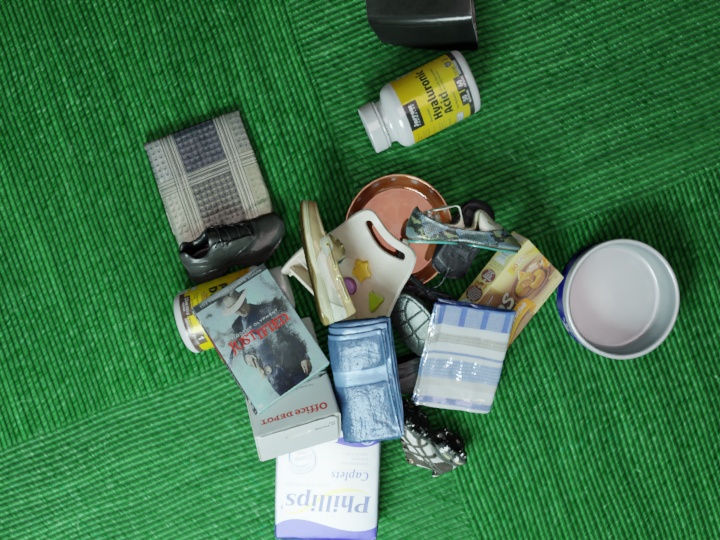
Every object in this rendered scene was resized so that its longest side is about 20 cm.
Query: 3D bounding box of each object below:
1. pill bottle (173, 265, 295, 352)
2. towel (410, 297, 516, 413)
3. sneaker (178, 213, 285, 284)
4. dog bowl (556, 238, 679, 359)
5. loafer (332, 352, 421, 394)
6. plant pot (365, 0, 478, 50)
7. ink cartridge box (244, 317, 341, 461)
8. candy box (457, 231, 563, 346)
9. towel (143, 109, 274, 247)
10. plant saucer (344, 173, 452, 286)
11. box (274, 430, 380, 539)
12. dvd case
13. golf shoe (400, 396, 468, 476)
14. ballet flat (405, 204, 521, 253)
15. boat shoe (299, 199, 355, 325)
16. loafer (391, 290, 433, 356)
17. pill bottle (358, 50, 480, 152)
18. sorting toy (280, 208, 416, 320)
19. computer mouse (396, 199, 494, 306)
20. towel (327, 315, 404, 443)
[{"bbox_3d":[-0.216,0.061,1.320,0.195,0.109,0.112,-19,91,1],"label":"pill bottle"},{"bbox_3d":[0.173,0.149,1.280,0.143,0.024,0.205,8,114,-4],"label":"towel"},{"bbox_3d":[-0.224,-0.047,1.319,0.196,0.091,0.077,-27,57,0],"label":"sneaker"},{"bbox_3d":[0.445,0.048,1.324,0.194,0.079,0.207,0,91,1],"label":"dog bowl"},{"bbox_3d":[0.026,0.212,1.341,0.195,0.073,0.074,-19,96,3],"label":"loafer"},{"bbox_3d":[0.099,-0.477,1.270,0.172,0.199,0.206,-7,91,13],"label":"plant pot"},{"bbox_3d":[-0.124,0.196,1.272,0.143,0.084,0.203,-13,50,-10],"label":"ink cartridge box"},{"bbox_3d":[0.247,0.050,1.318,0.115,0.055,0.201,38,92,-28],"label":"candy box"},{"bbox_3d":[-0.269,-0.161,1.359,0.188,0.035,0.205,-20,89,-2],"label":"towel"},{"bbox_3d":[0.067,-0.067,1.351,0.194,0.032,0.207,0,92,0],"label":"plant saucer"},{"bbox_3d":[-0.054,0.355,1.327,0.178,0.105,0.206,1,92,2],"label":"box"},{"bbox_3d":[-0.162,0.108,1.229,0.144,0.022,0.202,-31,77,-21],"label":"dvd case"},{"bbox_3d":[0.093,0.296,1.323,0.199,0.078,0.095,38,116,-14],"label":"golf shoe"},{"bbox_3d":[0.173,-0.071,1.249,0.194,0.074,0.077,5,92,-5],"label":"ballet flat"},{"bbox_3d":[-0.054,-0.018,1.229,0.065,0.074,0.206,-12,87,-9],"label":"boat shoe"},{"bbox_3d":[0.123,0.116,1.330,0.071,0.063,0.201,-35,99,21],"label":"loafer"},{"bbox_3d":[0.099,-0.284,1.306,0.196,0.111,0.114,-26,91,2],"label":"pill bottle"},{"bbox_3d":[0.000,0.000,1.288,0.200,0.107,0.181,44,110,6],"label":"sorting toy"},{"bbox_3d":[0.138,-0.041,1.314,0.137,0.046,0.204,21,104,-8],"label":"computer mouse"},{"bbox_3d":[0.009,0.179,1.233,0.108,0.049,0.206,-7,98,7],"label":"towel"}]
